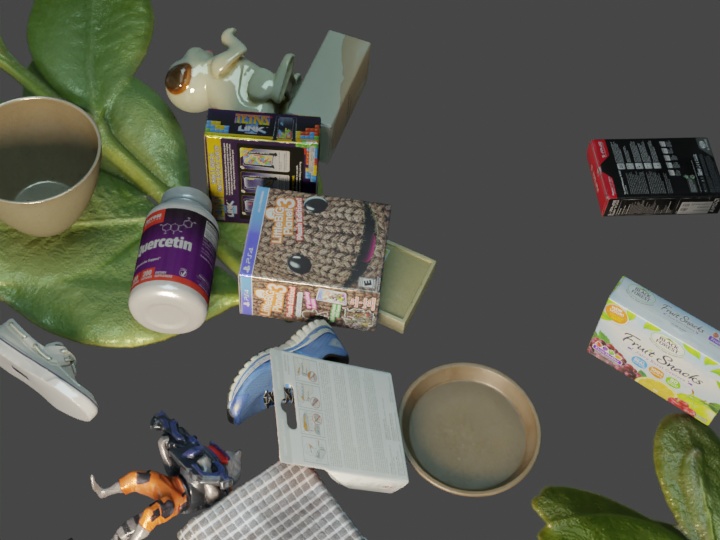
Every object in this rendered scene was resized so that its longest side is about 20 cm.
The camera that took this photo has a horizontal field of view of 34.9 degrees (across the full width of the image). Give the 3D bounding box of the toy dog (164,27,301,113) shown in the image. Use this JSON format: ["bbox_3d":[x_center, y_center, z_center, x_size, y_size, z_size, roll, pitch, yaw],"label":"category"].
[{"bbox_3d":[-0.213,-0.285,1.835,0.197,0.140,0.197,19,92,7],"label":"toy dog"}]

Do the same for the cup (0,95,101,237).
[{"bbox_3d":[-0.472,-0.133,1.683,0.197,0.144,0.203,2,55,-3],"label":"cup"}]

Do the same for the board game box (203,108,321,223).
[{"bbox_3d":[-0.142,-0.147,1.686,0.163,0.201,0.057,5,56,-2],"label":"board game box"}]

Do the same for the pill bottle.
[{"bbox_3d":[-0.262,-0.018,1.638,0.111,0.113,0.202,4,54,-2],"label":"pill bottle"}]

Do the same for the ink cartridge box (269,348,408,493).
[{"bbox_3d":[-0.036,0.196,1.490,0.198,0.057,0.164,12,53,-29],"label":"ink cartridge box"}]

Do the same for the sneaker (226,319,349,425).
[{"bbox_3d":[-0.096,0.148,1.556,0.199,0.079,0.089,-34,61,-25],"label":"sneaker"}]

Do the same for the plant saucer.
[{"bbox_3d":[0.146,0.218,1.558,0.197,0.030,0.202,3,55,-4],"label":"plant saucer"}]

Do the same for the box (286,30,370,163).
[{"bbox_3d":[-0.052,-0.282,1.855,0.077,0.095,0.202,17,57,7],"label":"box"}]

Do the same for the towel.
[{"bbox_3d":[-0.105,0.336,1.419,0.199,0.086,0.166,-33,64,-25],"label":"towel"}]

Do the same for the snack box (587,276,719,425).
[{"bbox_3d":[0.423,0.112,1.586,0.199,0.143,0.053,31,58,17],"label":"snack box"}]

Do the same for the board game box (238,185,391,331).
[{"bbox_3d":[-0.064,-0.017,1.630,0.197,0.097,0.161,7,55,0],"label":"board game box"}]

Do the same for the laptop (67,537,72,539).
[{"bbox_3d":[-0.437,0.410,1.326,0.197,0.104,0.179,2,54,-3],"label":"laptop"}]

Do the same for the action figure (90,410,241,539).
[{"bbox_3d":[-0.244,0.269,1.472,0.191,0.106,0.200,-16,27,-22],"label":"action figure"}]

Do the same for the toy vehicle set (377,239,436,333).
[{"bbox_3d":[0.000,0.000,1.700,0.198,0.027,0.125,24,57,12],"label":"toy vehicle set"}]

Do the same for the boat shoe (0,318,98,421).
[{"bbox_3d":[-0.420,0.128,1.552,0.198,0.071,0.070,29,60,23],"label":"boat shoe"}]

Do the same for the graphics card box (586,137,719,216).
[{"bbox_3d":[0.470,-0.151,1.832,0.197,0.051,0.127,-3,55,-6],"label":"graphics card box"}]
